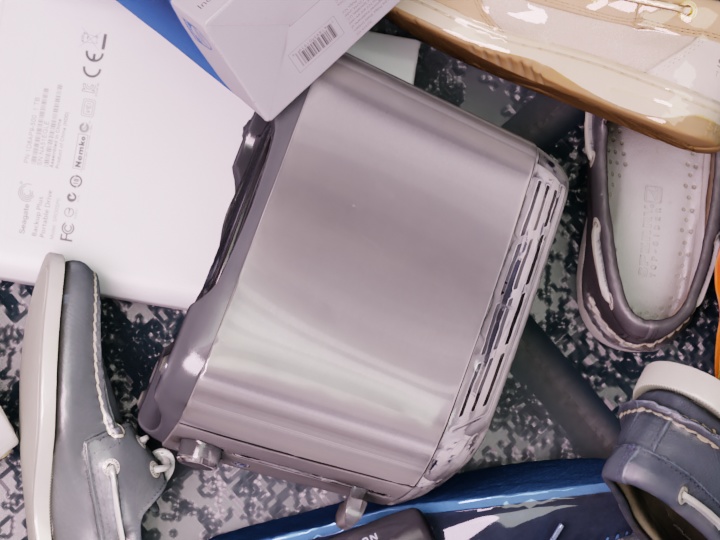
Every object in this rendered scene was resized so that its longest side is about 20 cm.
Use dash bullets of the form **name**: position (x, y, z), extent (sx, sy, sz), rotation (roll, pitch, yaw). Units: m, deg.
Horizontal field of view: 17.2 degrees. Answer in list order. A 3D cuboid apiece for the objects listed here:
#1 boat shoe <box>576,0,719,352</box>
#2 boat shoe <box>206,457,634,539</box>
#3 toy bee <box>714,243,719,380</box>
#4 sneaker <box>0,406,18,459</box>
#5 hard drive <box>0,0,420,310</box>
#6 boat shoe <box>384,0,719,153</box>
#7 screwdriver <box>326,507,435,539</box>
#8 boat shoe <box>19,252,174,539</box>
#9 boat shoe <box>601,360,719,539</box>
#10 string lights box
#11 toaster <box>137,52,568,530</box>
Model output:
- **boat shoe**: position (0.129, -0.065, 1.033), extent (0.073, 0.060, 0.202), rotation (9, 84, -3)
- **boat shoe**: position (0.025, 0.128, 1.007), extent (0.199, 0.084, 0.069), rotation (-13, 94, 10)
- **toy bee**: position (0.171, 0.054, 1.003), extent (0.108, 0.131, 0.202), rotation (-4, 91, 24)
- **sneaker**: position (-0.230, 0.021, 0.989), extent (0.115, 0.074, 0.200), rotation (-40, 99, -9)
- **hard drive**: position (-0.082, -0.051, 1.029), extent (0.199, 0.027, 0.133), rotation (9, 84, -4)
- **boat shoe**: position (0.076, -0.115, 1.002), extent (0.199, 0.074, 0.070), rotation (25, 91, 22)
- **screwdriver**: position (-0.063, 0.140, 0.956), extent (0.199, 0.028, 0.029), rotation (-20, 83, 2)
- **boat shoe**: position (-0.110, 0.093, 0.995), extent (0.061, 0.073, 0.202), rotation (-1, 89, -14)
- **boat shoe**: position (0.148, 0.120, 0.967), extent (0.075, 0.200, 0.062), rotation (19, 61, 35)
- **string lights box**: position (-0.063, -0.150, 0.962), extent (0.103, 0.200, 0.059), rotation (-43, 134, -7)
- **toaster**: position (0.000, 0.000, 0.962), extent (0.128, 0.114, 0.201), rotation (22, 73, -7)
